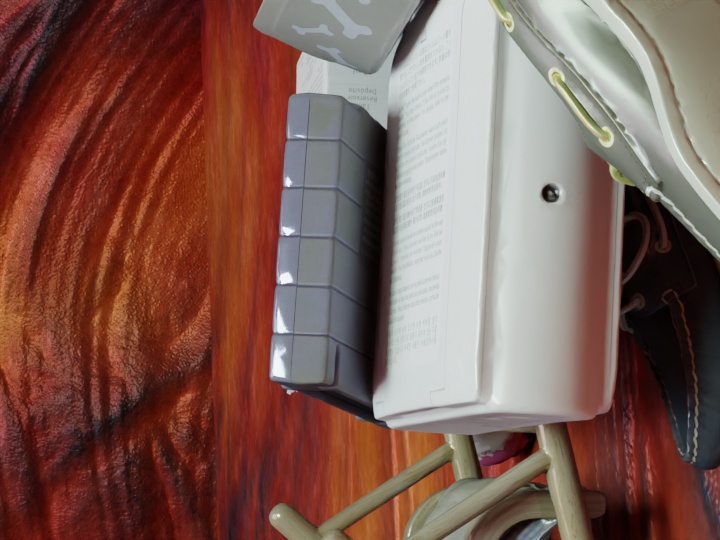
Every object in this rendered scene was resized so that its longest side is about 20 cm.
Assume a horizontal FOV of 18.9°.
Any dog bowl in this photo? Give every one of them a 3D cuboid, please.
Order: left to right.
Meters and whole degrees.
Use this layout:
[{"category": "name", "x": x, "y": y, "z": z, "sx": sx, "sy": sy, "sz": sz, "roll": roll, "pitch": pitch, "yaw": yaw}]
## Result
[{"category": "dog bowl", "x": 0.027, "y": -0.174, "z": 0.949, "sx": 0.200, "sy": 0.059, "sz": 0.200, "roll": -60, "pitch": 2, "yaw": 3}]

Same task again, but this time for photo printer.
[{"category": "photo printer", "x": 0.057, "y": -0.034, "z": 0.907, "sx": 0.166, "sy": 0.069, "sz": 0.201, "roll": 154, "pitch": 120, "yaw": -73}]

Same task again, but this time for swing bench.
[{"category": "swing bench", "x": 0.068, "y": 0.176, "z": 1.061, "sx": 0.200, "sy": 0.130, "sz": 0.199, "roll": 59, "pitch": 169, "yaw": -3}]

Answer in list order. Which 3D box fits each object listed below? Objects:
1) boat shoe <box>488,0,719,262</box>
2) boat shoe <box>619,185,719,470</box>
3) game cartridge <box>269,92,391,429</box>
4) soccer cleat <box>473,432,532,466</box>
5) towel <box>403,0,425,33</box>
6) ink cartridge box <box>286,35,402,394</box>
[{"category": "boat shoe", "x": 0.111, "y": -0.067, "z": 0.791, "sx": 0.202, "sy": 0.072, "sz": 0.060, "roll": 56, "pitch": 146, "yaw": 16}, {"category": "boat shoe", "x": 0.122, "y": -0.007, "z": 0.918, "sx": 0.075, "sy": 0.062, "sz": 0.200, "roll": 108, "pitch": 157, "yaw": -65}, {"category": "game cartridge", "x": 0.000, "y": 0.000, "z": 0.997, "sx": 0.200, "sy": 0.038, "sz": 0.130, "roll": 35, "pitch": -127, "yaw": -72}, {"category": "soccer cleat", "x": 0.061, "y": 0.059, "z": 1.221, "sx": 0.200, "sy": 0.086, "sz": 0.070, "roll": 108, "pitch": 157, "yaw": -65}, {"category": "towel", "x": 0.055, "y": -0.121, "z": 1.207, "sx": 0.166, "sy": 0.085, "sz": 0.200, "roll": 96, "pitch": 166, "yaw": -47}, {"category": "ink cartridge box", "x": -0.009, "y": -0.035, "z": 1.196, "sx": 0.161, "sy": 0.050, "sz": 0.201, "roll": 139, "pitch": 131, "yaw": -80}]
